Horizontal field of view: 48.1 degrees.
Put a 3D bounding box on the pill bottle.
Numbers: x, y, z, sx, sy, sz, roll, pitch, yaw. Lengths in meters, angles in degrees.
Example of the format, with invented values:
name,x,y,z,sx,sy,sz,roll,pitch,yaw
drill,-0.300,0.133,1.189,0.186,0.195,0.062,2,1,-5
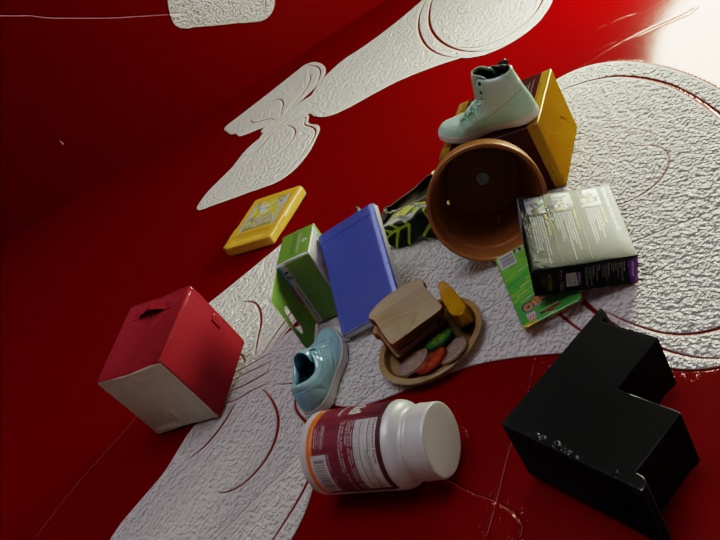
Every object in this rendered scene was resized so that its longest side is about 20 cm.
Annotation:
name,x,y,z,sx,sy,sz,roll,pitch,yaw
pill bottle,0.025,0.234,1.073,0.197,0.115,0.115,-14,33,34

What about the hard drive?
name,x,y,z,sx,sy,sz,roll,pitch,yaw
hard drive,0.000,0.000,1.432,0.131,0.025,0.203,-30,61,27

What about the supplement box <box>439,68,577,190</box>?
name,x,y,z,sx,sy,sz,roll,pitch,yaw
supplement box,0.279,-0.240,1.509,0.197,0.134,0.199,-15,33,33

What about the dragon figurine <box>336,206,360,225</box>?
name,x,y,z,sx,sy,sz,roll,pitch,yaw
dragon figurine,-0.007,-0.062,1.616,0.100,0.058,0.201,-59,24,15

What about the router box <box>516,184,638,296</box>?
name,x,y,z,sx,sy,sz,roll,pitch,yaw
router box,0.318,-0.049,1.206,0.146,0.052,0.201,-8,35,9

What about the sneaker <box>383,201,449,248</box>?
name,x,y,z,sx,sy,sz,roll,pitch,yaw
sneaker,0.126,-0.106,1.536,0.197,0.076,0.077,-10,38,38

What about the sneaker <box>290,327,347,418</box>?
name,x,y,z,sx,sy,sz,roll,pitch,yaw
sneaker,-0.072,0.149,1.351,0.073,0.082,0.201,-24,29,19

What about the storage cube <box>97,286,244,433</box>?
name,x,y,z,sx,sy,sz,roll,pitch,yaw
storage cube,-0.348,0.172,1.516,0.169,0.201,0.182,-18,38,28

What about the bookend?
name,x,y,z,sx,sy,sz,roll,pitch,yaw
bookend,0.299,0.162,0.900,0.200,0.093,0.198,-44,30,-19

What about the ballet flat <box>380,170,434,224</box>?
name,x,y,z,sx,sy,sz,roll,pitch,yaw
ballet flat,0.112,-0.152,1.654,0.199,0.047,0.067,-39,28,-7

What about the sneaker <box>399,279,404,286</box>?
name,x,y,z,sx,sy,sz,roll,pitch,yaw
sneaker,0.011,0.003,1.481,0.075,0.089,0.200,-37,27,-8

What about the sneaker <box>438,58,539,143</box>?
name,x,y,z,sx,sy,sz,roll,pitch,yaw
sneaker,0.202,-0.298,1.412,0.198,0.119,0.074,-11,37,40

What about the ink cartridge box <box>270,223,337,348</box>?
name,x,y,z,sx,sy,sz,roll,pitch,yaw
ink cartridge box,-0.088,0.035,1.479,0.075,0.149,0.201,-24,30,17

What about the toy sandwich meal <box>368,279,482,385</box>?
name,x,y,z,sx,sy,sz,roll,pitch,yaw
toy sandwich meal,0.097,0.091,1.263,0.203,0.071,0.206,-27,28,16

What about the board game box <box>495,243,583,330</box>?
name,x,y,z,sx,sy,sz,roll,pitch,yaw
board game box,0.270,0.017,1.232,0.095,0.030,0.201,-30,25,13

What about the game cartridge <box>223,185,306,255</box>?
name,x,y,z,sx,sy,sz,roll,pitch,yaw
game cartridge,-0.243,-0.124,2.032,0.174,0.033,0.201,-14,34,36

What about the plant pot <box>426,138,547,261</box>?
name,x,y,z,sx,sy,sz,roll,pitch,yaw
plant pot,0.209,-0.136,1.367,0.198,0.202,0.141,-26,20,16
